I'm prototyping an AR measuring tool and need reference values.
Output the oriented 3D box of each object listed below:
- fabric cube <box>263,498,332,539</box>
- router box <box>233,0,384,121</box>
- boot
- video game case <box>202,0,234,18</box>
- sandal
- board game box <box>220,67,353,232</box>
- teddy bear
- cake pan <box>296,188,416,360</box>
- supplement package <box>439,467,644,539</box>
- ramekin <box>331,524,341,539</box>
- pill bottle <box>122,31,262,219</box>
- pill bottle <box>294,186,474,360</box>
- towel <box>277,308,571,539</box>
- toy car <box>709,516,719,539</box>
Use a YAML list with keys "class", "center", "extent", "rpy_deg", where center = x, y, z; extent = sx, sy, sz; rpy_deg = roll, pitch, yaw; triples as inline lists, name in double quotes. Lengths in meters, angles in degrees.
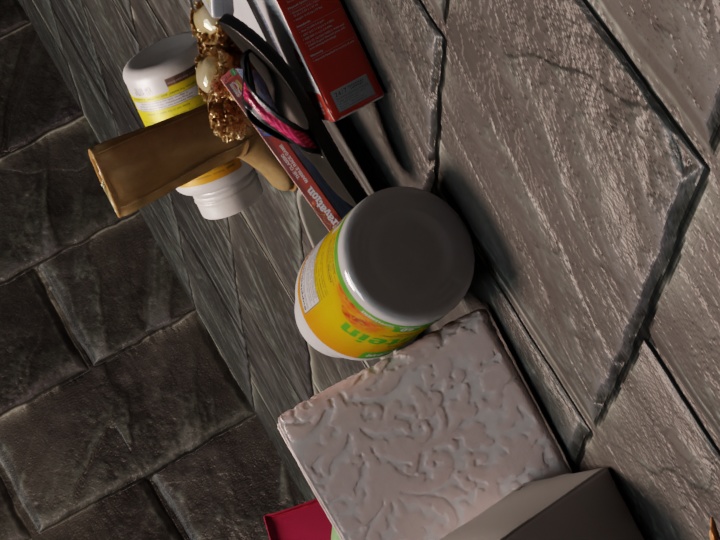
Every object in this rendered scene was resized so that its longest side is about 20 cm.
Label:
- class: "fabric cube"
  center: [0.012, 0.400, 2.344]
  extent: [0.196, 0.200, 0.200]
  rpy_deg: [-108, -2, -50]
- class: "router box"
  center: [-0.063, -0.217, 1.597]
  extent: [0.180, 0.049, 0.200]
  rpy_deg: [64, 170, -12]
- class: "boot"
  center: [-0.166, -0.109, 1.966]
  extent: [0.066, 0.200, 0.175]
  rpy_deg: [53, 167, 41]
- class: "video game case"
  center: [-0.142, -0.331, 1.577]
  extent: [0.200, 0.022, 0.182]
  rpy_deg: [-121, 24, -53]
- class: "sandal"
  center: [-0.061, -0.122, 1.565]
  extent: [0.200, 0.045, 0.075]
  rpy_deg: [57, 171, -26]
- class: "board game box"
  center: [-0.043, -0.097, 1.719]
  extent: [0.200, 0.019, 0.103]
  rpy_deg: [55, -160, 10]
- class: "teddy bear"
  center: [-0.119, -0.200, 1.801]
  extent: [0.200, 0.067, 0.145]
  rpy_deg: [78, -172, -71]
- class: "cake pan"
  center: [0.000, 0.000, 1.896]
  extent: [0.200, 0.037, 0.200]
  rpy_deg: [59, 170, 18]
- class: "supplement package"
  center: [0.164, 0.273, 1.491]
  extent: [0.200, 0.120, 0.121]
  rpy_deg: [62, 150, -2]
- class: "ramekin"
  center: [0.074, 0.224, 1.695]
  extent: [0.200, 0.200, 0.098]
  rpy_deg: [57, 162, 25]
- class: "pill bottle"
  center: [-0.183, -0.162, 2.170]
  extent: [0.200, 0.109, 0.109]
  rpy_deg: [67, 169, -24]
- class: "pill bottle"
  center: [0.010, 0.011, 1.566]
  extent: [0.111, 0.111, 0.200]
  rpy_deg: [61, 158, 5]
- class: "towel"
  center: [0.060, 0.158, 1.587]
  extent: [0.191, 0.200, 0.032]
  rpy_deg: [60, -172, -3]
- class: "toy car"
  center: [0.233, 0.240, 1.150]
  extent: [0.200, 0.184, 0.177]
  rpy_deg: [-78, -31, -58]
